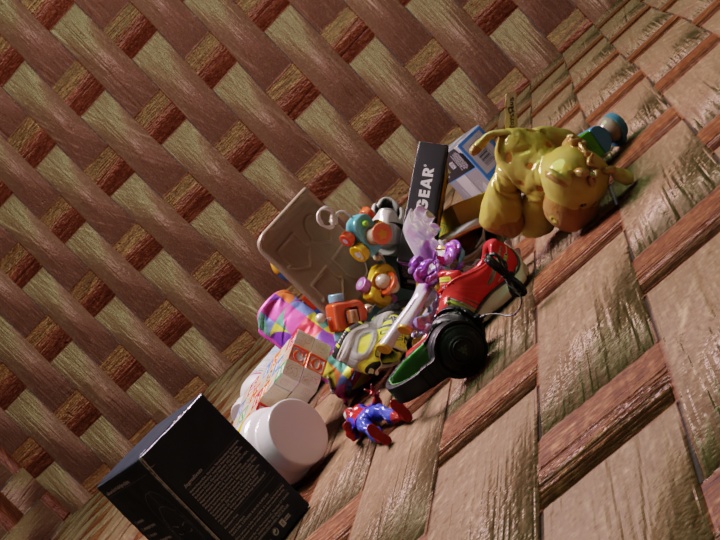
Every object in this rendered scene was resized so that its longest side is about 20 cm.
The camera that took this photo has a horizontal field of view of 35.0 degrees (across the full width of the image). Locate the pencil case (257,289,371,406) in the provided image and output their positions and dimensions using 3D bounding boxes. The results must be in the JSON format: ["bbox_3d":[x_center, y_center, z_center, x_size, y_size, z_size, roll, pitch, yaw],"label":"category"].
[{"bbox_3d":[-0.069,0.114,1.739,0.088,0.200,0.088,-42,-24,-24],"label":"pencil case"}]

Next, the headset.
[{"bbox_3d":[0.104,0.070,1.319,0.200,0.094,0.124,-38,7,11],"label":"headset"}]

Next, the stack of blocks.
[{"bbox_3d":[-0.123,0.189,1.681,0.200,0.058,0.115,-50,17,45],"label":"stack of blocks"}]

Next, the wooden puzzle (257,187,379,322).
[{"bbox_3d":[-0.063,-0.010,1.761,0.046,0.200,0.185,-36,11,35],"label":"wooden puzzle"}]

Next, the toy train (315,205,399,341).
[{"bbox_3d":[0.000,0.000,1.686,0.150,0.201,0.056,-3,-4,-40],"label":"toy train"}]

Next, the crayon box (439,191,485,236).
[{"bbox_3d":[0.183,-0.089,1.931,0.127,0.051,0.200,-22,-4,-26],"label":"crayon box"}]

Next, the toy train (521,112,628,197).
[{"bbox_3d":[0.305,-0.165,1.692,0.116,0.085,0.200,-36,2,-22],"label":"toy train"}]

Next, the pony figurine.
[{"bbox_3d":[0.105,0.014,1.573,0.200,0.166,0.193,-64,5,-23],"label":"pony figurine"}]

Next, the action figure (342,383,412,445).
[{"bbox_3d":[0.010,0.184,1.432,0.065,0.052,0.200,-51,5,-14],"label":"action figure"}]

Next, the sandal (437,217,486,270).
[{"bbox_3d":[0.170,-0.033,1.820,0.079,0.059,0.207,-27,-10,2],"label":"sandal"}]

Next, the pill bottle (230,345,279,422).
[{"bbox_3d":[-0.145,0.208,2.047,0.109,0.109,0.200,-39,8,44],"label":"pill bottle"}]

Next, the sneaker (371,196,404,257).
[{"bbox_3d":[0.045,-0.075,1.858,0.200,0.074,0.089,-107,24,-83],"label":"sneaker"}]

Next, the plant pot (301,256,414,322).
[{"bbox_3d":[0.007,0.060,1.900,0.200,0.141,0.141,-38,2,-30],"label":"plant pot"}]

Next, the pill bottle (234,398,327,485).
[{"bbox_3d":[-0.137,0.259,1.585,0.200,0.114,0.114,-39,8,44],"label":"pill bottle"}]

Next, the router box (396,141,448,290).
[{"bbox_3d":[0.099,-0.081,1.792,0.149,0.051,0.201,74,-154,-73],"label":"router box"}]

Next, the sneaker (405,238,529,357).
[{"bbox_3d":[0.122,0.040,1.455,0.200,0.085,0.077,-45,5,-7],"label":"sneaker"}]

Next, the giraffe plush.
[{"bbox_3d":[0.251,-0.115,1.442,0.172,0.200,0.162,-34,36,-18],"label":"giraffe plush"}]

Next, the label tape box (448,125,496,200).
[{"bbox_3d":[0.205,-0.168,2.066,0.066,0.143,0.200,-46,6,-20],"label":"label tape box"}]

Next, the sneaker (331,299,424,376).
[{"bbox_3d":[0.040,0.105,1.685,0.200,0.076,0.076,-29,-30,-49],"label":"sneaker"}]

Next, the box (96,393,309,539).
[{"bbox_3d":[-0.203,0.285,1.446,0.124,0.197,0.200,-48,7,-33],"label":"box"}]
